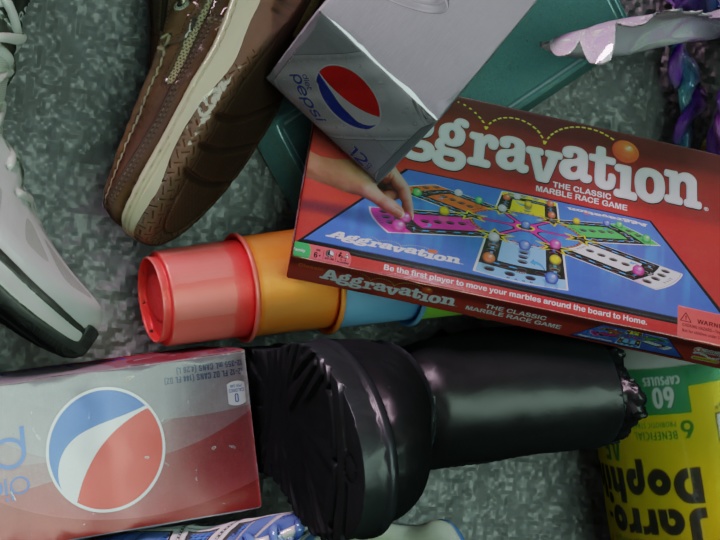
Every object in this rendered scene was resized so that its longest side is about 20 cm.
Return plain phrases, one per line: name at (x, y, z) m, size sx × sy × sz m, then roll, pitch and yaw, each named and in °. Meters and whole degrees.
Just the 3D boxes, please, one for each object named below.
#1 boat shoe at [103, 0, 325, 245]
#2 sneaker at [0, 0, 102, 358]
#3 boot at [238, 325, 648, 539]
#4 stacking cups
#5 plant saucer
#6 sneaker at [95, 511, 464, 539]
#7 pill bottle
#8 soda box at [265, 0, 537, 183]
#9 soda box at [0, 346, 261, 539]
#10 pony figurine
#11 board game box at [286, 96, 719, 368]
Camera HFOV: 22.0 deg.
boat shoe at (-0.062, -0.111, 0.796) m, size 0.074 × 0.075 × 0.204 m, roll 29°, pitch 83°, yaw 14°
sneaker at (-0.150, -0.067, 0.743) m, size 0.115 × 0.076 × 0.201 m, roll -45°, pitch 104°, yaw -15°
boot at (0.041, 0.059, 0.768) m, size 0.161 × 0.198 × 0.074 m, roll -2°, pitch 94°, yaw -17°
stacking cups at (0.000, 0.000, 0.817) m, size 0.198 × 0.060 × 0.061 m, roll -6°, pitch 93°, yaw -21°
plant saucer at (0.043, -0.090, 0.861) m, size 0.199 × 0.019 × 0.070 m, roll -34°, pitch 103°, yaw -19°
sneaker at (-0.048, 0.127, 0.755) m, size 0.198 × 0.077 × 0.076 m, roll -1°, pitch 53°, yaw -20°
pill bottle at (0.171, 0.118, 0.867) m, size 0.112 × 0.113 × 0.202 m, roll -12°, pitch 96°, yaw -23°
soda box at (0.047, -0.134, 0.803) m, size 0.068 × 0.063 × 0.200 m, roll 42°, pitch 58°, yaw -4°
soda box at (-0.144, 0.077, 0.753) m, size 0.198 × 0.063 × 0.071 m, roll -6°, pitch 92°, yaw -23°
pony figurine at (0.184, -0.125, 0.844) m, size 0.165 × 0.193 × 0.202 m, roll 13°, pitch 90°, yaw 16°
board game box at (0.072, -0.023, 0.799) m, size 0.198 × 0.020 × 0.104 m, roll 12°, pitch 55°, yaw -6°
